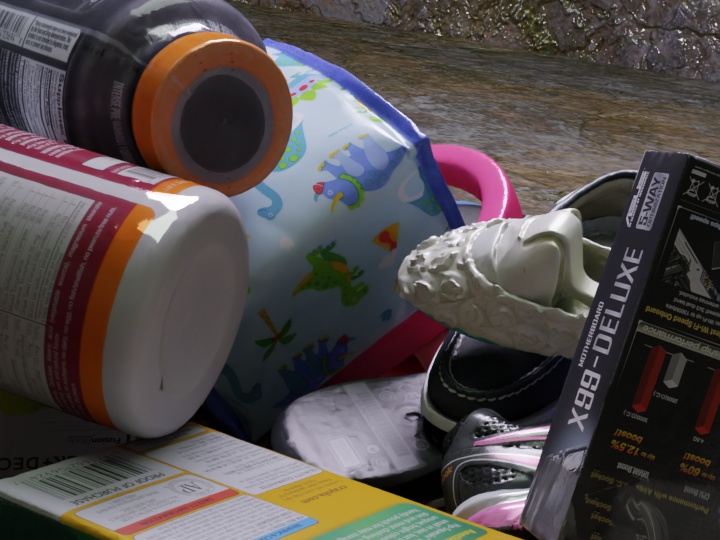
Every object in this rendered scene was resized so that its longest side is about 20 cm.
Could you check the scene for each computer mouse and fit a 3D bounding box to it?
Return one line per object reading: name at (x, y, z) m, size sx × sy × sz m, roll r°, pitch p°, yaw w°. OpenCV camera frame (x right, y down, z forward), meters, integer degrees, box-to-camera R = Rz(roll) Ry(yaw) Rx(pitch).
computer mouse at (0.064, 0.096, 0.837) m, size 0.199 × 0.046 × 0.141 m, roll -15°, pitch 41°, yaw -27°

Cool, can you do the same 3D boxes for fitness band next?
fitness band at (0.000, 0.000, 1.002) m, size 0.199 × 0.038 × 0.143 m, roll -36°, pitch 35°, yaw -13°

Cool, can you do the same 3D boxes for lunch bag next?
lunch bag at (-0.063, -0.029, 0.941) m, size 0.170 × 0.128 × 0.200 m, roll -37°, pitch 47°, yaw -11°

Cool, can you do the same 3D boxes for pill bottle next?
pill bottle at (-0.157, -0.007, 0.771) m, size 0.198 × 0.111 × 0.109 m, roll 17°, pitch 16°, yaw 19°
pill bottle at (-0.108, -0.088, 0.853) m, size 0.105 × 0.107 × 0.200 m, roll -2°, pitch 15°, yaw -32°

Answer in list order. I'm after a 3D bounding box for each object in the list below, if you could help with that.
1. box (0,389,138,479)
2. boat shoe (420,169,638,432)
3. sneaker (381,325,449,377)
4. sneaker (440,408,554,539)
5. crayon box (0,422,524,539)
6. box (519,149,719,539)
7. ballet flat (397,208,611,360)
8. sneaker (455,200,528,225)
box at (-0.184, 0.047, 0.896) m, size 0.116 × 0.061 × 0.200 m, roll 1°, pitch 14°, yaw -18°
boat shoe at (0.092, 0.011, 0.867) m, size 0.075 × 0.061 × 0.200 m, roll 20°, pitch 36°, yaw 20°
sneaker at (0.083, 0.070, 0.957) m, size 0.087 × 0.074 × 0.200 m, roll -35°, pitch 40°, yaw -23°
sneaker at (0.126, 0.086, 0.768) m, size 0.198 × 0.081 × 0.087 m, roll 2°, pitch 46°, yaw -20°
crayon box at (-0.033, 0.119, 0.683) m, size 0.199 × 0.052 × 0.125 m, roll 14°, pitch 15°, yaw 33°
box at (0.181, 0.060, 0.697) m, size 0.198 × 0.159 × 0.050 m, roll 18°, pitch 1°, yaw -13°
ballet flat at (0.110, 0.006, 0.783) m, size 0.199 × 0.072 × 0.072 m, roll 18°, pitch 17°, yaw 22°
sneaker at (0.106, -0.005, 1.155) m, size 0.198 × 0.071 × 0.078 m, roll 1°, pitch 8°, yaw -24°
